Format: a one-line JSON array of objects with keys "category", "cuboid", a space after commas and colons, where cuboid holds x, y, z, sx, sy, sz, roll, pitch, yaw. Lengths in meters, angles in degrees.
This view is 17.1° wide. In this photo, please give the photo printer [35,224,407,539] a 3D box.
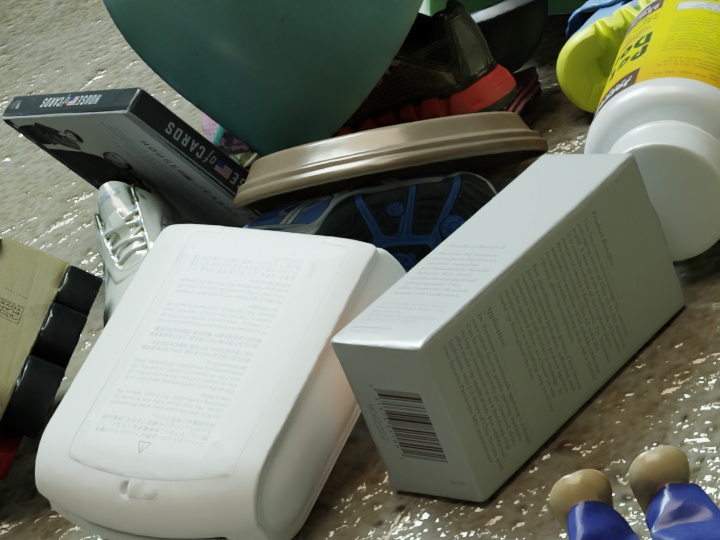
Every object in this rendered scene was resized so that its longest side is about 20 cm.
[{"category": "photo printer", "cuboid": [-0.080, 0.070, 1.341, 0.166, 0.069, 0.200, 5, 52, 32]}]

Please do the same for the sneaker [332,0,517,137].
[{"category": "sneaker", "cuboid": [0.005, -0.132, 1.624, 0.200, 0.098, 0.071, -11, 20, 31]}]

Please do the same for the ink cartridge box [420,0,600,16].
[{"category": "ink cartridge box", "cuboid": [0.117, -0.210, 1.781, 0.145, 0.048, 0.200, -7, 18, -14]}]

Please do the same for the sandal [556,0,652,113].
[{"category": "sandal", "cuboid": [0.220, -0.182, 1.666, 0.200, 0.080, 0.087, -22, 20, -4]}]

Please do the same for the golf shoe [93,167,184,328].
[{"category": "golf shoe", "cuboid": [-0.148, -0.007, 1.553, 0.078, 0.097, 0.200, -31, 16, 3]}]

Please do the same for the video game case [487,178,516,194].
[{"category": "video game case", "cuboid": [0.000, 0.000, 1.534, 0.182, 0.024, 0.200, 0, 33, 42]}]

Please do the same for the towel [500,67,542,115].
[{"category": "towel", "cuboid": [0.021, -0.091, 1.684, 0.200, 0.023, 0.144, -13, 16, 22]}]

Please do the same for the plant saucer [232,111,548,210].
[{"category": "plant saucer", "cuboid": [0.017, -0.069, 1.489, 0.200, 0.029, 0.200, -11, -2, 0]}]

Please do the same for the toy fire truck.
[{"category": "toy fire truck", "cuboid": [-0.266, 0.088, 1.496, 0.129, 0.200, 0.176, 23, 29, -7]}]

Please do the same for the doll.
[{"category": "doll", "cuboid": [0.141, 0.155, 1.055, 0.136, 0.048, 0.200, -16, 29, -6]}]

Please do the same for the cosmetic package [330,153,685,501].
[{"category": "cosmetic package", "cuboid": [0.084, 0.027, 1.308, 0.071, 0.101, 0.200, 3, 34, 46]}]

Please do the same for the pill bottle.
[{"category": "pill bottle", "cuboid": [0.197, -0.087, 1.441, 0.109, 0.109, 0.200, -12, 25, 22]}]

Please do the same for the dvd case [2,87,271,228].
[{"category": "dvd case", "cuboid": [-0.144, -0.072, 1.633, 0.200, 0.150, 0.025, 3, 59, 58]}]

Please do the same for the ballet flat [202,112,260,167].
[{"category": "ballet flat", "cuboid": [-0.084, -0.111, 1.770, 0.069, 0.071, 0.200, 27, 8, 5]}]

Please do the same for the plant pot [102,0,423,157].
[{"category": "plant pot", "cuboid": [-0.072, -0.194, 1.551, 0.201, 0.161, 0.201, -46, 26, 30]}]

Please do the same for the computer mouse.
[{"category": "computer mouse", "cuboid": [0.059, -0.149, 1.708, 0.200, 0.053, 0.138, -17, 7, 44]}]

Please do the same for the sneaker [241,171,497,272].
[{"category": "sneaker", "cuboid": [-0.011, -0.024, 1.468, 0.200, 0.076, 0.077, -17, 30, 12]}]
